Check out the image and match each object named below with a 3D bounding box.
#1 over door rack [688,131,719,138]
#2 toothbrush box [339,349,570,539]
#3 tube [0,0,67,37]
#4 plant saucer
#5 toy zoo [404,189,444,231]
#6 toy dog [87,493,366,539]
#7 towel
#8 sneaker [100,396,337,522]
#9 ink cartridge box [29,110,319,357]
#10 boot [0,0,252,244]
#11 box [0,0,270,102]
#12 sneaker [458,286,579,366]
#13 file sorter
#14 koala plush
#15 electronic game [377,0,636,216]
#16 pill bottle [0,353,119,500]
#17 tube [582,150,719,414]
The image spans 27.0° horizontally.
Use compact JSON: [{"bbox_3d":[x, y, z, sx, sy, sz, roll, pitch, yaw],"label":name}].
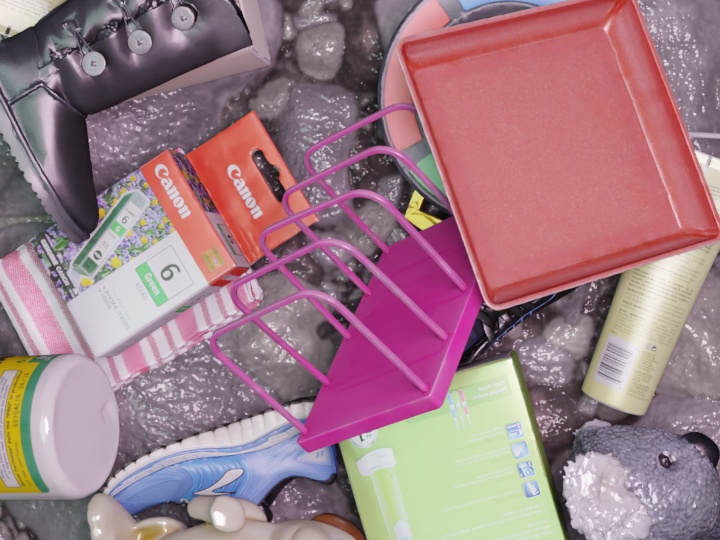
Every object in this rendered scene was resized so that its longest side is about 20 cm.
[{"bbox_3d":[0.312,-0.164,1.116,0.199,0.067,0.149,3,90,8],"label":"over door rack"},{"bbox_3d":[0.076,0.177,1.146,0.145,0.086,0.201,-17,88,8],"label":"toothbrush box"},{"bbox_3d":[-0.245,-0.263,1.162,0.058,0.052,0.201,1,62,22],"label":"tube"},{"bbox_3d":[0.137,-0.086,1.063,0.199,0.037,0.200,-16,81,-22],"label":"plant saucer"},{"bbox_3d":[0.119,-0.080,1.168,0.131,0.020,0.201,24,94,7],"label":"toy zoo"},{"bbox_3d":[-0.087,0.247,1.113,0.199,0.194,0.140,-11,46,16],"label":"toy dog"},{"bbox_3d":[-0.194,0.011,1.212,0.199,0.030,0.147,-30,86,8],"label":"towel"},{"bbox_3d":[-0.110,0.168,1.178,0.199,0.079,0.090,-19,86,8],"label":"sneaker"},{"bbox_3d":[-0.145,-0.030,1.166,0.200,0.050,0.109,-33,83,9],"label":"ink cartridge box"},{"bbox_3d":[-0.169,-0.135,1.115,0.199,0.066,0.165,-29,108,-3],"label":"boot"},{"bbox_3d":[-0.178,-0.175,1.182,0.199,0.082,0.069,-13,88,7],"label":"box"},{"bbox_3d":[0.098,0.026,1.126,0.199,0.078,0.070,-27,117,20],"label":"sneaker"},{"bbox_3d":[0.000,0.000,1.062,0.139,0.200,0.125,-24,121,43],"label":"file sorter"},{"bbox_3d":[0.228,0.190,1.086,0.200,0.177,0.184,39,106,2],"label":"koala plush"},{"bbox_3d":[0.111,-0.132,1.138,0.199,0.042,0.201,0,91,8],"label":"electronic game"},{"bbox_3d":[-0.302,0.125,1.181,0.199,0.113,0.113,-4,90,21],"label":"pill bottle"},{"bbox_3d":[0.226,0.008,1.125,0.052,0.058,0.201,30,104,52],"label":"tube"}]
